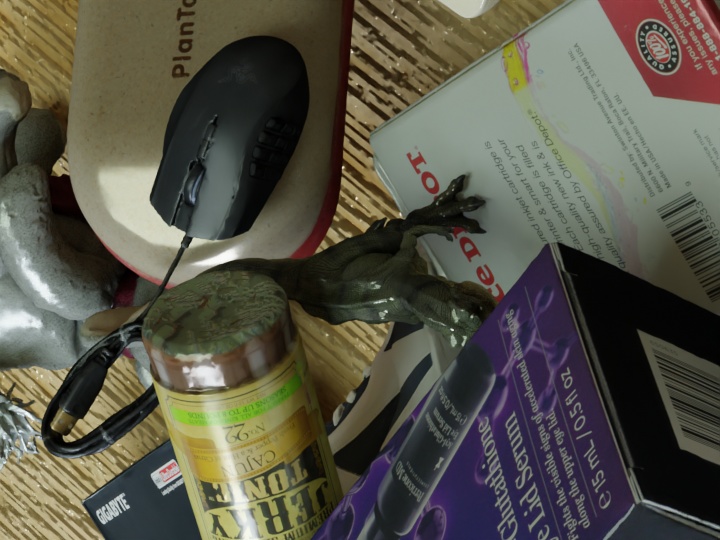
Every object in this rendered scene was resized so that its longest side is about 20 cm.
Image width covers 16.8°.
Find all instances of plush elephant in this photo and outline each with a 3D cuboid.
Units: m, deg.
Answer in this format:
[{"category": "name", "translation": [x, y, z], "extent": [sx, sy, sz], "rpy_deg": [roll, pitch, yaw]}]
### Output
[{"category": "plush elephant", "translation": [-0.117, -0.001, 1.215], "extent": [0.165, 0.154, 0.201], "rpy_deg": [83, -174, -78]}]

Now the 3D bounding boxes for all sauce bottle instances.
[{"category": "sauce bottle", "translation": [-0.037, 0.098, 1.015], "extent": [0.065, 0.065, 0.201], "rpy_deg": [10, 129, 38]}]

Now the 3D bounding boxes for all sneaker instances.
[{"category": "sneaker", "translation": [0.013, 0.065, 1.104], "extent": [0.129, 0.079, 0.200], "rpy_deg": [-26, 55, 39]}]

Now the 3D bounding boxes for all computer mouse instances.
[{"category": "computer mouse", "translation": [-0.082, -0.011, 1.025], "extent": [0.058, 0.034, 0.201], "rpy_deg": [25, 85, 23]}]

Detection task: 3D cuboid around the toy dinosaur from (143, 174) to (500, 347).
[{"category": "toy dinosaur", "translation": [0.000, 0.000, 1.021], "extent": [0.199, 0.088, 0.048], "rpy_deg": [0, 116, 43]}]

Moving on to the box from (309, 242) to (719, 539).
[{"category": "box", "translation": [0.069, 0.118, 0.915], "extent": [0.104, 0.148, 0.200], "rpy_deg": [24, 119, -26]}]

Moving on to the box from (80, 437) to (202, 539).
[{"category": "box", "translation": [-0.065, 0.160, 1.279], "extent": [0.159, 0.046, 0.200], "rpy_deg": [57, 155, 1]}]

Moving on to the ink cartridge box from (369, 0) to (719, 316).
[{"category": "ink cartridge box", "translation": [0.118, -0.045, 1.011], "extent": [0.200, 0.083, 0.146], "rpy_deg": [-30, 91, 48]}]

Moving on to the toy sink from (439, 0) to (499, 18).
[{"category": "toy sink", "translation": [0.043, -0.185, 0.909], "extent": [0.112, 0.200, 0.131], "rpy_deg": [37, 138, 21]}]

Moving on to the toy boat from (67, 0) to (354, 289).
[{"category": "toy boat", "translation": [-0.057, -0.084, 1.127], "extent": [0.130, 0.131, 0.201], "rpy_deg": [-1, 75, 21]}]
